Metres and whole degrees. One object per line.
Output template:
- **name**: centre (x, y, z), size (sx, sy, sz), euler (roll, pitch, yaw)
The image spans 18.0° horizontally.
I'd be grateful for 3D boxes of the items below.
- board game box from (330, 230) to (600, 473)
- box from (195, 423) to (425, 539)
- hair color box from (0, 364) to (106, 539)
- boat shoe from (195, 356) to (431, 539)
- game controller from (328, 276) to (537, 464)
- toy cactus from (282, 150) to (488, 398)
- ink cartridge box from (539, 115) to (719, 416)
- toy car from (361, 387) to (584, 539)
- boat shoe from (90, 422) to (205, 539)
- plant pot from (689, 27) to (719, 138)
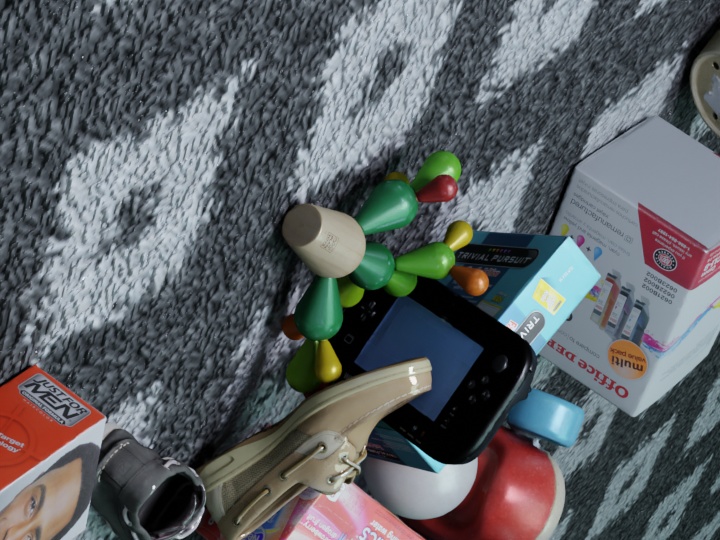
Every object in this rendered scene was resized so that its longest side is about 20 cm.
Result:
- **board game box**: centre (0.070, 0.057, 1.716), size (0.200, 0.047, 0.151), euler (-49, -157, -18)
- **box**: centre (-0.017, 0.217, 1.715), size (0.103, 0.095, 0.200), euler (-54, 131, -5)
- **hair color box**: centre (-0.236, 0.147, 1.278), size (0.200, 0.061, 0.102), euler (-37, 152, -43)
- **boat shoe**: centre (-0.025, 0.125, 1.594), size (0.200, 0.065, 0.071), euler (-32, 168, 24)
- **game controller**: centre (0.046, 0.064, 1.616), size (0.104, 0.200, 0.042), euler (-49, 127, -6)
- **toy cactus**: centre (0.000, 0.000, 1.562), size (0.200, 0.102, 0.165), euler (-47, 150, 7)
- **ink cartridge box**: centre (0.252, -0.003, 2.023), size (0.145, 0.145, 0.200), euler (-33, 150, -46)
- **toy car**: centre (0.052, 0.159, 1.875), size (0.200, 0.177, 0.185), euler (26, 84, -41)
- **boat shoe**: centre (-0.137, 0.156, 1.519), size (0.067, 0.057, 0.200), euler (-53, 159, -7)
- **plant pot**: centre (0.404, -0.193, 2.066), size (0.200, 0.187, 0.188), euler (-28, 149, -27)
